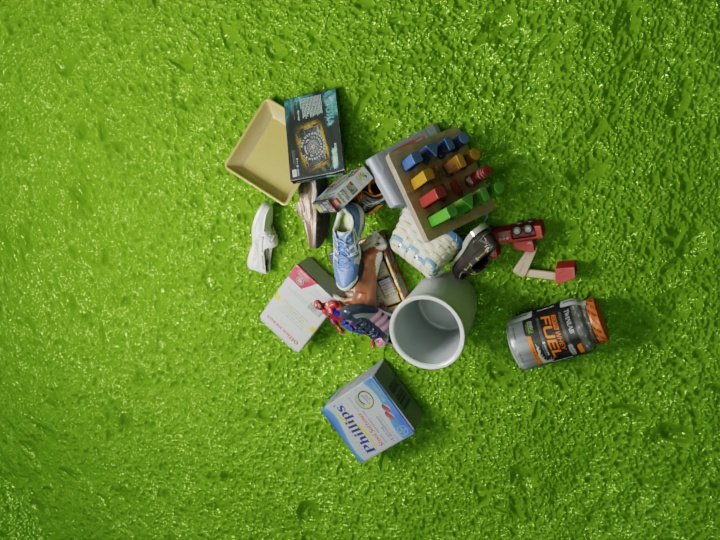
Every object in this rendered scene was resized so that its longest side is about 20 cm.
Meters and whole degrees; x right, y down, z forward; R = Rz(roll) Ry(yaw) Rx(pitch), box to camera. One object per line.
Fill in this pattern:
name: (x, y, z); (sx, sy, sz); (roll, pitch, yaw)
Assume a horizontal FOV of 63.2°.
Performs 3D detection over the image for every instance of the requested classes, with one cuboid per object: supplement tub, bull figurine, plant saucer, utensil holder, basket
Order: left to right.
plant saucer: (-0.197, -0.282, 1.414); (0.198, 0.048, 0.202); (32, 89, 16)
bull figurine: (0.000, 0.000, 1.401); (0.119, 0.065, 0.204); (12, 109, 22)
basket: (0.165, -0.101, 1.321); (0.176, 0.139, 0.201); (38, 90, 11)
utensil holder: (0.175, 0.106, 1.339); (0.167, 0.200, 0.173); (7, 109, 20)
supplement tub: (0.432, 0.136, 1.286); (0.198, 0.122, 0.124); (-23, 98, 27)

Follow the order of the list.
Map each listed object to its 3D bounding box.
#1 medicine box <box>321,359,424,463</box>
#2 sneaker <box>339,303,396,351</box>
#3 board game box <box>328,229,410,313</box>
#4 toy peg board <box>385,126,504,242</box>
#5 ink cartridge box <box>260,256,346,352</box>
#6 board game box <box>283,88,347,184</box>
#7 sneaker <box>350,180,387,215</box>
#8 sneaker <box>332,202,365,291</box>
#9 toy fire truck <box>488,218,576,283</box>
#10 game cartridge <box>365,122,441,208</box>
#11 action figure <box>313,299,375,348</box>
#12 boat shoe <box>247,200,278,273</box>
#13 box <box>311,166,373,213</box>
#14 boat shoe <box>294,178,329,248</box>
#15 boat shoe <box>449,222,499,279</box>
medicine box: (0.032, 0.372, 1.540); (0.199, 0.103, 0.183); (-38, 90, 27)
sneaker: (0.035, 0.137, 1.400); (0.070, 0.198, 0.083); (-34, 49, 42)
board game box: (0.026, 0.021, 1.459); (0.150, 0.046, 0.203); (-19, 99, 26)
toy peg board: (0.189, -0.195, 1.215); (0.202, 0.198, 0.098); (65, 155, 0)
ink cartridge box: (-0.150, 0.090, 1.534); (0.145, 0.083, 0.201); (42, 117, 4)
board game box: (-0.106, -0.312, 1.359); (0.133, 0.028, 0.204); (-8, 79, 12)
sneaker: (0.027, -0.182, 1.344); (0.198, 0.076, 0.080); (-12, 69, 49)
sneaker: (-0.038, -0.056, 1.329); (0.074, 0.077, 0.204); (0, 87, 25)
toy fire truck: (0.368, -0.038, 1.297); (0.197, 0.049, 0.143); (-8, 107, 27)
game cartridge: (0.122, -0.223, 1.269); (0.135, 0.198, 0.041); (60, 158, -5)
action figure: (-0.033, 0.126, 1.446); (0.198, 0.052, 0.065); (34, 140, -17)
boat shoe: (-0.244, -0.083, 1.528); (0.068, 0.071, 0.203); (22, 122, 13)
box: (-0.044, -0.178, 1.317); (0.110, 0.200, 0.035); (-44, 104, -8)
boat shoe: (-0.123, -0.156, 1.454); (0.071, 0.075, 0.204); (4, 100, 25)
boat shoe: (0.250, -0.025, 1.286); (0.061, 0.071, 0.202); (53, 161, 19)
